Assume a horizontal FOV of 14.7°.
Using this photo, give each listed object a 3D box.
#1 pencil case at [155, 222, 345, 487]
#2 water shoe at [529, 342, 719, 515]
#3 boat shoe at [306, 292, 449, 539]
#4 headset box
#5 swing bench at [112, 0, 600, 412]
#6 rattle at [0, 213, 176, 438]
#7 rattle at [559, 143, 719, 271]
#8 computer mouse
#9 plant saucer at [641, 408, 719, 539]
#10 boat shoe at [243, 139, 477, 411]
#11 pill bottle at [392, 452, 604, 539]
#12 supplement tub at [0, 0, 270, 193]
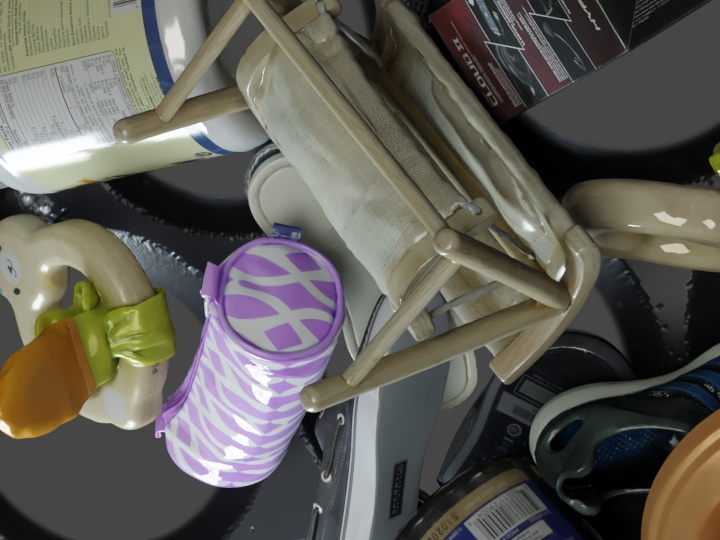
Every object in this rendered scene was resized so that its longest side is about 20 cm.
[{"bbox_3d":[-0.066,0.057,1.635,0.085,0.084,0.200,5,149,-10],"label":"pencil case"},{"bbox_3d":[0.197,0.092,1.574,0.199,0.079,0.072,-17,122,-5],"label":"water shoe"},{"bbox_3d":[0.002,0.099,1.634,0.066,0.070,0.201,17,109,34],"label":"boat shoe"},{"bbox_3d":[0.137,-0.158,1.480,0.149,0.200,0.077,-33,94,-20],"label":"headset box"},{"bbox_3d":[0.012,-0.047,1.481,0.130,0.200,0.199,-49,66,28],"label":"swing bench"},{"bbox_3d":[-0.216,0.030,1.661,0.200,0.143,0.130,36,149,29],"label":"rattle"},{"bbox_3d":[0.153,-0.066,1.576,0.200,0.130,0.144,6,98,45],"label":"rattle"},{"bbox_3d":[0.095,0.102,1.661,0.138,0.053,0.200,32,122,-5],"label":"computer mouse"},{"bbox_3d":[0.256,0.147,1.542,0.199,0.038,0.201,-2,122,-4],"label":"plant saucer"},{"bbox_3d":[0.000,0.000,1.652,0.075,0.062,0.200,-39,113,13],"label":"boat shoe"},{"bbox_3d":[0.113,0.207,1.565,0.200,0.112,0.112,48,116,24],"label":"pill bottle"},{"bbox_3d":[-0.154,-0.125,1.624,0.199,0.145,0.146,-11,102,24],"label":"supplement tub"}]
